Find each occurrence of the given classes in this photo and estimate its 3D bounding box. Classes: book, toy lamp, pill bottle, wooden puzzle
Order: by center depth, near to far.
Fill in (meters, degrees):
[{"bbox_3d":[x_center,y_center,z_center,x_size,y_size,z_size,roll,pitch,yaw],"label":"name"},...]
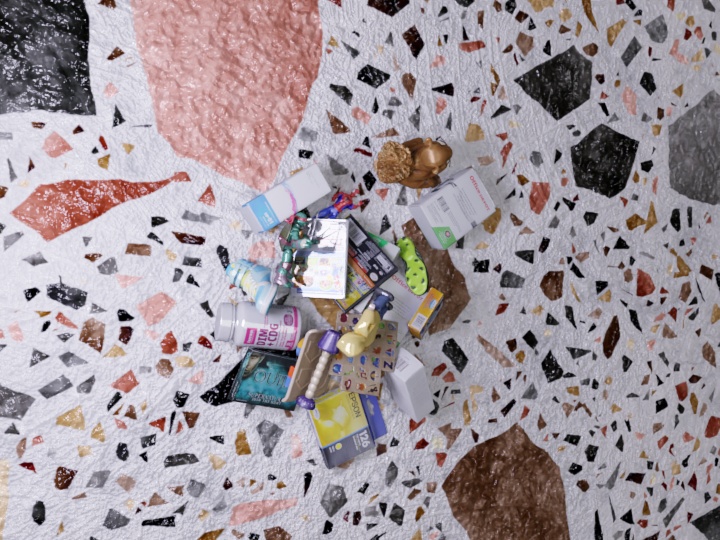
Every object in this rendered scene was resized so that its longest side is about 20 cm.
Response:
[{"bbox_3d":[-0.100,0.241,1.481,0.058,0.058,0.200,22,96,-20],"label":"toy lamp"},{"bbox_3d":[-0.256,0.136,1.503,0.200,0.113,0.114,7,91,-20],"label":"pill bottle"},{"bbox_3d":[-0.123,0.238,1.547,0.185,0.046,0.200,14,99,-62],"label":"wooden puzzle"},{"bbox_3d":[0.000,0.000,1.593,0.133,0.048,0.200,28,79,16],"label":"book"}]

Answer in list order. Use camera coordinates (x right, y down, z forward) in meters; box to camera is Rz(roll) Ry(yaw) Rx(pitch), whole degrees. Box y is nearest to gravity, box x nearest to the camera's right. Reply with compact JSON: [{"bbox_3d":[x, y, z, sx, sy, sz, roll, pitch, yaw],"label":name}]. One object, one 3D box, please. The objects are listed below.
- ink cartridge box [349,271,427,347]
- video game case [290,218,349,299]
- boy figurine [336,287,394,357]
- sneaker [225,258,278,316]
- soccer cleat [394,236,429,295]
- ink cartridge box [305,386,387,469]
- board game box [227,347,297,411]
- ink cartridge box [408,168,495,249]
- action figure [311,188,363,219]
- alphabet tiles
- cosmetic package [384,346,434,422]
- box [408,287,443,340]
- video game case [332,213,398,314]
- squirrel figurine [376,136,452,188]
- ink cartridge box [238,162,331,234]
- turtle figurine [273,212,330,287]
[{"bbox_3d":[0.071,0.107,1.638,0.145,0.087,0.200,36,82,-19],"label":"ink cartridge box"},{"bbox_3d":[-0.104,-0.031,1.530,0.143,0.018,0.201,3,89,8],"label":"video game case"},{"bbox_3d":[0.014,0.139,1.491,0.064,0.124,0.200,27,56,18],"label":"boy figurine"},{"bbox_3d":[-0.269,0.037,1.461,0.130,0.200,0.080,21,106,-12],"label":"sneaker"},{"bbox_3d":[0.149,-0.009,1.614,0.067,0.200,0.081,-34,137,20],"label":"soccer cleat"},{"bbox_3d":[-0.031,0.409,1.634,0.200,0.047,0.198,-22,106,-16],"label":"ink cartridge box"},{"bbox_3d":[-0.225,0.278,1.526,0.200,0.028,0.136,22,88,-44],"label":"board game box"},{"bbox_3d":[0.259,-0.173,1.692,0.200,0.084,0.146,-35,104,-15],"label":"ink cartridge box"},{"bbox_3d":[-0.071,-0.152,1.565,0.200,0.099,0.065,-43,98,-16],"label":"action figure"},{"bbox_3d":[0.009,0.213,1.534,0.167,0.008,0.200,12,69,-13],"label":"alphabet tiles"},{"bbox_3d":[0.130,0.308,1.622,0.074,0.102,0.200,-36,136,-17],"label":"cosmetic package"},{"bbox_3d":[0.178,0.122,1.627,0.041,0.200,0.119,31,83,15],"label":"box"},{"bbox_3d":[-0.033,-0.019,1.565,0.181,0.026,0.200,-39,77,-7],"label":"video game case"},{"bbox_3d":[0.142,-0.284,1.587,0.200,0.187,0.142,-11,97,-19],"label":"squirrel figurine"},{"bbox_3d":[-0.188,-0.176,1.492,0.200,0.144,0.085,-35,102,-15],"label":"ink cartridge box"},{"bbox_3d":[-0.151,-0.065,1.455,0.101,0.150,0.200,27,107,5],"label":"turtle figurine"}]
